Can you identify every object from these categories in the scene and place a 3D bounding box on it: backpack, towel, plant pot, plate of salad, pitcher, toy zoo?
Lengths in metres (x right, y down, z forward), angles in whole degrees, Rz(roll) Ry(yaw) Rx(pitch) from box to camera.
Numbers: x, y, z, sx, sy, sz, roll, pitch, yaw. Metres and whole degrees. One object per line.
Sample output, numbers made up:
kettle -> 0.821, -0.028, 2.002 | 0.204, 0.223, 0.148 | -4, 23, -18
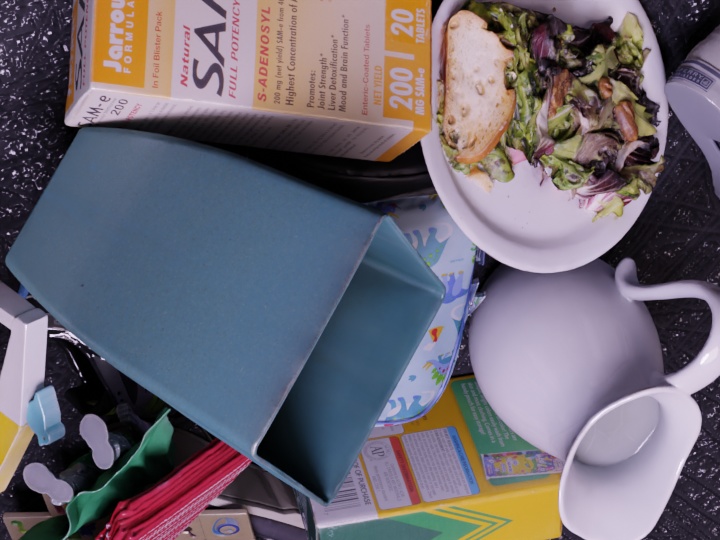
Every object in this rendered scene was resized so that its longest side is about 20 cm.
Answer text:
backpack -> 0.000, 0.000, 1.293 | 0.162, 0.154, 0.201 | -3, 136, -19
towel -> -0.137, 0.164, 1.272 | 0.144, 0.023, 0.200 | -33, 170, -44
plant pot -> -0.084, 0.011, 1.142 | 0.142, 0.199, 0.141 | -61, 159, -8
plate of salad -> 0.119, -0.099, 1.244 | 0.199, 0.048, 0.202 | -1, 91, -36
pitcher -> 0.157, 0.050, 1.320 | 0.121, 0.200, 0.172 | 28, 108, -29
toy zoo -> -0.252, 0.046, 1.227 | 0.020, 0.199, 0.132 | -25, 142, -50

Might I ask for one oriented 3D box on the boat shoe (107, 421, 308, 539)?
boat shoe -> -0.101, 0.160, 1.409 | 0.199, 0.073, 0.063 | 22, 113, -33

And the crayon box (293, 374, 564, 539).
crayon box -> 0.055, 0.132, 1.397 | 0.198, 0.126, 0.052 | -9, 127, -9

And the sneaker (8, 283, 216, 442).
sneaker -> -0.143, 0.066, 1.317 | 0.199, 0.071, 0.083 | 39, 72, -28

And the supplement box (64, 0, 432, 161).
supplement box -> -0.061, -0.139, 1.168 | 0.198, 0.127, 0.073 | 5, 167, -19

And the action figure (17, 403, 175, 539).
action figure -> -0.152, 0.119, 1.240 | 0.118, 0.200, 0.055 | -38, 83, -2

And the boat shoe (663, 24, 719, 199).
boat shoe -> 0.260, -0.087, 1.337 | 0.070, 0.071, 0.200 | -52, 135, -11

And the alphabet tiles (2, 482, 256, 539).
alphabet tiles -> -0.149, 0.200, 1.415 | 0.165, 0.006, 0.201 | -2, 142, 6
